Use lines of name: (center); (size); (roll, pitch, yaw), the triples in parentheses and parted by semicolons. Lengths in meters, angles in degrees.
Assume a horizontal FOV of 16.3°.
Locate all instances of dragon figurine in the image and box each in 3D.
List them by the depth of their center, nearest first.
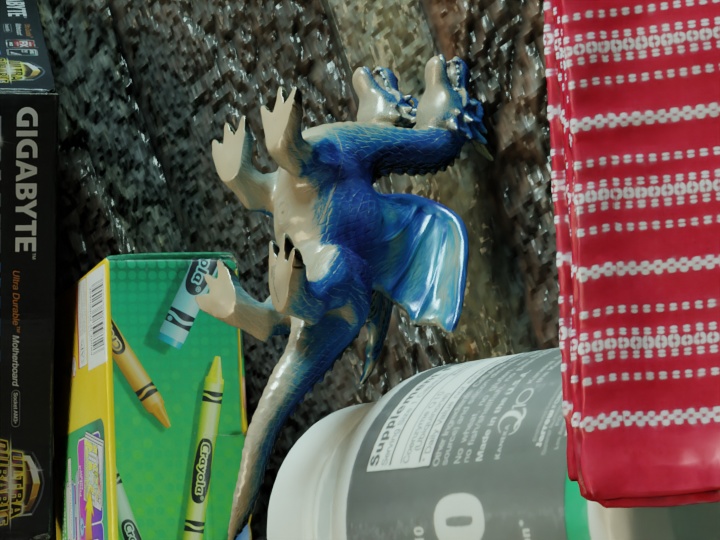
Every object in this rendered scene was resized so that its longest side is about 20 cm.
dragon figurine: (0.000, 0.000, 0.876); (0.059, 0.099, 0.200); (-32, 49, 45)

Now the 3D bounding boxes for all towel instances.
towel: (0.124, -0.036, 0.712); (0.144, 0.022, 0.201); (-4, 84, 13)

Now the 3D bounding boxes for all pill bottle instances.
pill bottle: (0.062, 0.083, 0.834); (0.200, 0.113, 0.113); (-13, 87, 55)

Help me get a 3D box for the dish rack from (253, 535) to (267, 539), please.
dish rack: (-0.011, 0.213, 1.023); (0.172, 0.043, 0.200); (32, 123, 46)

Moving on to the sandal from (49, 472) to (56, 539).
sandal: (-0.163, 0.134, 1.210); (0.200, 0.045, 0.075); (57, 138, 30)

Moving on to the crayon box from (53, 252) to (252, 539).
crayon box: (-0.087, 0.100, 1.035); (0.119, 0.058, 0.201); (153, 116, -70)

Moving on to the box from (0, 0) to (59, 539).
box: (-0.163, -0.010, 1.114); (0.200, 0.050, 0.199); (-120, 31, -69)
